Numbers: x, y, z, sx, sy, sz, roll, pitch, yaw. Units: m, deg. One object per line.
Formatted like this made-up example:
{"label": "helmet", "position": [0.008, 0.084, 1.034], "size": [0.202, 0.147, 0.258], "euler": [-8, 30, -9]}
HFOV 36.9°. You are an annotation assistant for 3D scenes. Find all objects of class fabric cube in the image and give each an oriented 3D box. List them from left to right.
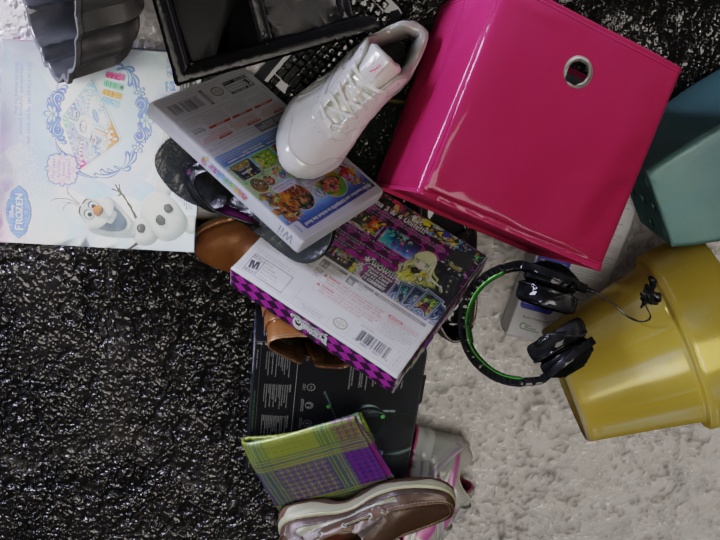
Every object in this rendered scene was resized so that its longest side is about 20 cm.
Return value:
{"label": "fabric cube", "position": [0.150, -0.135, 1.040], "size": [0.194, 0.200, 0.201], "euler": [22, 91, -14]}

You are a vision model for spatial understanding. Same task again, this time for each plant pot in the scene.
{"label": "plant pot", "position": [0.304, 0.087, 1.153], "size": [0.187, 0.201, 0.203], "euler": [-21, 112, 5]}
{"label": "plant pot", "position": [0.380, -0.119, 1.117], "size": [0.198, 0.141, 0.143], "euler": [-25, 112, 0]}

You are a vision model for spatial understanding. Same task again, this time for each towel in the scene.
{"label": "towel", "position": [-0.033, 0.231, 1.186], "size": [0.142, 0.023, 0.201], "euler": [-16, 131, 12]}

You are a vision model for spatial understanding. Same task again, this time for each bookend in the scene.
{"label": "bookend", "position": [-0.106, -0.297, 1.017], "size": [0.198, 0.092, 0.201], "euler": [-16, 101, -9]}

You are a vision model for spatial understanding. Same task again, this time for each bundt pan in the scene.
{"label": "bundt pan", "position": [-0.254, -0.276, 0.980], "size": [0.075, 0.201, 0.204], "euler": [-15, 115, -28]}

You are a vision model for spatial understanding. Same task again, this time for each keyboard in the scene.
{"label": "keyboard", "position": [-0.029, -0.198, 1.117], "size": [0.127, 0.021, 0.200], "euler": [39, 103, -18]}

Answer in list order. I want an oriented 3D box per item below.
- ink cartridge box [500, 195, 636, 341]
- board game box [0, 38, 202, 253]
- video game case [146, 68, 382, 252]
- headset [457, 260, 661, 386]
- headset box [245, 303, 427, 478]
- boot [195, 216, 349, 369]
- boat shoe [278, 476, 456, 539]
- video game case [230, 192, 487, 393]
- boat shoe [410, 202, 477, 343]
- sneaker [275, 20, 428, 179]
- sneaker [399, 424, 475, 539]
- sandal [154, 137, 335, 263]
{"label": "ink cartridge box", "position": [0.235, -0.011, 1.209], "size": [0.094, 0.037, 0.202], "euler": [14, 111, -12]}
{"label": "board game box", "position": [-0.261, -0.124, 1.091], "size": [0.196, 0.043, 0.203], "euler": [3, 100, -8]}
{"label": "video game case", "position": [-0.089, -0.112, 1.038], "size": [0.200, 0.143, 0.018], "euler": [42, 129, 11]}
{"label": "headset", "position": [0.193, 0.045, 1.061], "size": [0.197, 0.094, 0.125], "euler": [-11, 83, 8]}
{"label": "headset box", "position": [-0.024, 0.132, 1.197], "size": [0.197, 0.093, 0.176], "euler": [3, 118, -6]}
{"label": "boot", "position": [-0.088, 0.026, 1.117], "size": [0.197, 0.156, 0.077], "euler": [15, 135, -8]}
{"label": "boat shoe", "position": [0.009, 0.284, 1.170], "size": [0.200, 0.075, 0.075], "euler": [-16, 132, 10]}
{"label": "video game case", "position": [0.000, 0.000, 1.083], "size": [0.199, 0.182, 0.036], "euler": [32, 146, 12]}
{"label": "boat shoe", "position": [0.100, -0.014, 1.173], "size": [0.074, 0.073, 0.202], "euler": [-12, 112, -1]}
{"label": "sneaker", "position": [-0.007, -0.173, 1.024], "size": [0.078, 0.099, 0.201], "euler": [40, 68, -6]}
{"label": "sneaker", "position": [0.091, 0.281, 1.284], "size": [0.087, 0.082, 0.203], "euler": [3, 112, -5]}
{"label": "sandal", "position": [-0.115, -0.076, 1.043], "size": [0.199, 0.048, 0.076], "euler": [29, 102, 10]}
